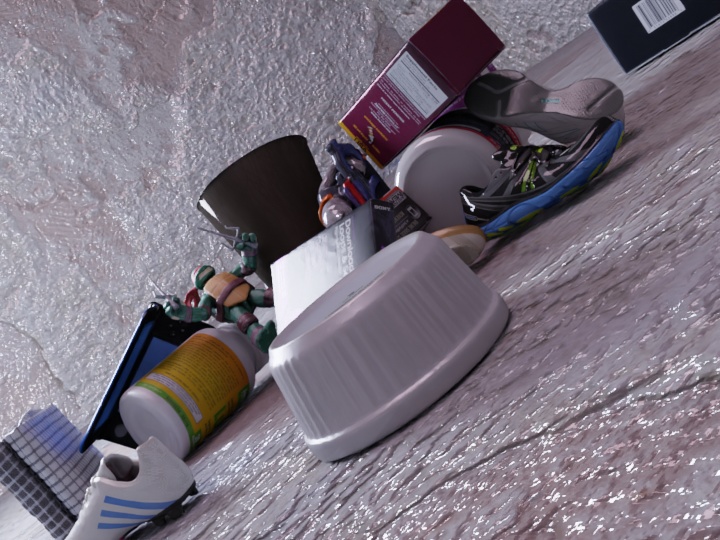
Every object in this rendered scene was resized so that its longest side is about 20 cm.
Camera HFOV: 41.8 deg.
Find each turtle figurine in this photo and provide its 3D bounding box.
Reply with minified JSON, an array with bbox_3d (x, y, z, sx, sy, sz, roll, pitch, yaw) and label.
[{"bbox_3d":[-0.168,0.024,1.213,0.150,0.199,0.101,-55,-28,-14],"label":"turtle figurine"}]

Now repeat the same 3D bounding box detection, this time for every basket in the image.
[{"bbox_3d":[-0.099,-0.052,1.281,0.179,0.201,0.136,-32,-16,-2],"label":"basket"}]

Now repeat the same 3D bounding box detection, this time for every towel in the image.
[{"bbox_3d":[-0.400,0.264,1.230,0.086,0.166,0.200,-43,7,-5],"label":"towel"}]

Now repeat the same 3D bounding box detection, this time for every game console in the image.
[{"bbox_3d":[-0.275,0.155,1.255,0.118,0.170,0.202,25,88,54],"label":"game console"}]

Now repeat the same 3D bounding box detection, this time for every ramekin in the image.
[{"bbox_3d":[0.014,0.052,0.763,0.202,0.095,0.202,-37,6,4],"label":"ramekin"}]

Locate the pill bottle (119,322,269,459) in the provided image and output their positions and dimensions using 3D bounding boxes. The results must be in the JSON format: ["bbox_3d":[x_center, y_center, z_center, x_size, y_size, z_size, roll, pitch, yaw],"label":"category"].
[{"bbox_3d":[-0.207,0.146,1.228,0.111,0.111,0.200,-30,10,47],"label":"pill bottle"}]

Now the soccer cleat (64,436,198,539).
[{"bbox_3d":[-0.251,0.234,0.959,0.199,0.087,0.070,-35,7,25],"label":"soccer cleat"}]

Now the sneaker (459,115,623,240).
[{"bbox_3d":[0.181,-0.104,0.978,0.199,0.083,0.070,-32,-11,35],"label":"sneaker"}]

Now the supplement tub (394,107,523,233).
[{"bbox_3d":[0.129,-0.123,1.164,0.140,0.141,0.200,-34,8,25],"label":"supplement tub"}]

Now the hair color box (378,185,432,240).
[{"bbox_3d":[0.000,0.000,1.122,0.101,0.061,0.200,-42,-9,-40],"label":"hair color box"}]

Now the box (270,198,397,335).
[{"bbox_3d":[-0.027,0.028,1.002,0.036,0.145,0.199,8,-25,-37],"label":"box"}]

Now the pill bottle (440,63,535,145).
[{"bbox_3d":[0.166,-0.208,1.298,0.112,0.201,0.112,-35,6,4],"label":"pill bottle"}]

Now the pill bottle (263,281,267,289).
[{"bbox_3d":[-0.036,-0.008,1.390,0.199,0.113,0.112,-39,7,-13],"label":"pill bottle"}]

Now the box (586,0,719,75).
[{"bbox_3d":[0.495,-0.436,1.482,0.199,0.124,0.196,-31,7,44],"label":"box"}]

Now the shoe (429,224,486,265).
[{"bbox_3d":[0.055,0.018,1.017,0.199,0.054,0.070,-31,-33,26],"label":"shoe"}]

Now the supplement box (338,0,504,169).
[{"bbox_3d":[0.070,-0.223,1.142,0.110,0.086,0.200,-47,4,-32],"label":"supplement box"}]

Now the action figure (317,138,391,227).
[{"bbox_3d":[0.012,-0.075,1.241,0.104,0.201,0.193,-35,-1,30],"label":"action figure"}]

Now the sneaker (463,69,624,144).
[{"bbox_3d":[0.214,-0.183,1.107,0.199,0.080,0.071,15,71,31],"label":"sneaker"}]
